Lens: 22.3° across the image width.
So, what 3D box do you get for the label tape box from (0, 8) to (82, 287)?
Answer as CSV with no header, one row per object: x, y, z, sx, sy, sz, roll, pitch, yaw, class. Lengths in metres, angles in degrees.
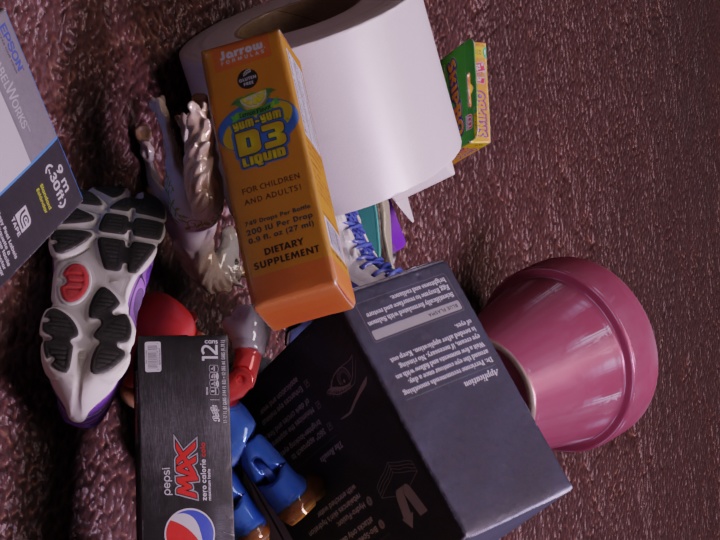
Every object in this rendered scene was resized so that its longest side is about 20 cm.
-0.243,-0.089,1.179,0.200,0.063,0.145,-57,134,-52,label tape box

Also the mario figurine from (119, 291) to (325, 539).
-0.108,0.102,1.352,0.123,0.106,0.201,-34,94,-28,mario figurine

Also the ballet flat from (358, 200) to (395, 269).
0.007,0.013,1.667,0.069,0.069,0.201,26,61,-59,ballet flat

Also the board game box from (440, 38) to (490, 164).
0.083,-0.152,1.747,0.200,0.030,0.096,150,-62,-73,board game box

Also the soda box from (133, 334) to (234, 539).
-0.120,0.147,1.233,0.071,0.063,0.201,121,-33,-71,soda box

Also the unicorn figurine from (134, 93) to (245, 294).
-0.124,-0.054,1.364,0.200,0.073,0.138,46,28,-83,unicorn figurine

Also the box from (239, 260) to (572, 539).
0.023,0.132,1.375,0.117,0.197,0.201,-18,73,-38,box

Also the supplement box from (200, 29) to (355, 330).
-0.060,-0.065,1.291,0.069,0.066,0.201,54,21,-68,supplement box

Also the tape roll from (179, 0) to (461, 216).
-0.031,-0.140,1.464,0.203,0.202,0.140,-50,128,-56,tape roll

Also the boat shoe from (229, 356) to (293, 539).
-0.069,0.170,1.473,0.073,0.067,0.201,-12,74,-35,boat shoe

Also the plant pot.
0.176,0.102,1.857,0.179,0.199,0.201,-20,103,-48,plant pot

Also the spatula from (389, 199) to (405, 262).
0.028,0.021,1.743,0.056,0.020,0.201,-20,105,-50,spatula

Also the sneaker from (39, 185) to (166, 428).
-0.187,0.022,1.281,0.084,0.080,0.201,103,-3,-49,sneaker

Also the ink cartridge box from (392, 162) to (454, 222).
0.025,-0.148,1.688,0.200,0.067,0.118,51,19,-48,ink cartridge box

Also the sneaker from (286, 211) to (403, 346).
0.000,0.001,1.589,0.080,0.115,0.201,13,73,-63,sneaker
